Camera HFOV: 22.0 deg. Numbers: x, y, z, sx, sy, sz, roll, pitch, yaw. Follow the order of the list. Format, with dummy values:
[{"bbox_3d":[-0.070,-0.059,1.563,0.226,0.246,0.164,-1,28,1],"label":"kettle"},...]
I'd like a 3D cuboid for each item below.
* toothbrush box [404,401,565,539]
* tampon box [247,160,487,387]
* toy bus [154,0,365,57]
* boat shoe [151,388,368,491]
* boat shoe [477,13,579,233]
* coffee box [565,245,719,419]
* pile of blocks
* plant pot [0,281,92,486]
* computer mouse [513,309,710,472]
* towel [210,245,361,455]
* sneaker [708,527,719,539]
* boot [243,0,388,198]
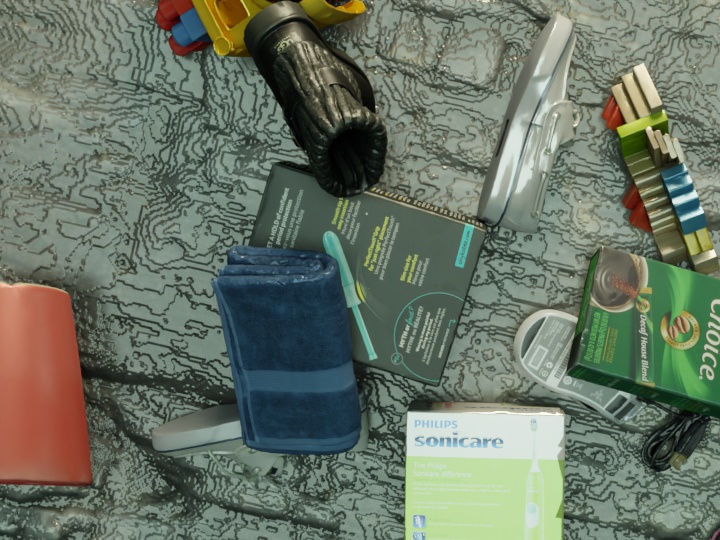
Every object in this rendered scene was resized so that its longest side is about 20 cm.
[{"bbox_3d":[0.113,0.224,1.699,0.145,0.086,0.201,0,93,4],"label":"toothbrush box"},{"bbox_3d":[0.000,0.000,1.677,0.199,0.126,0.150,18,94,3],"label":"tampon box"},{"bbox_3d":[-0.117,-0.286,1.685,0.192,0.136,0.200,-26,88,20],"label":"toy bus"},{"bbox_3d":[-0.089,0.167,1.722,0.201,0.075,0.086,-10,100,-4],"label":"boat shoe"},{"bbox_3d":[0.167,-0.132,1.698,0.065,0.074,0.201,18,100,-7],"label":"boat shoe"},{"bbox_3d":[0.295,0.061,1.674,0.199,0.044,0.123,17,70,-4],"label":"coffee box"},{"bbox_3d":[0.264,-0.082,1.682,0.062,0.082,0.200,-22,91,3],"label":"pile of blocks"},{"bbox_3d":[-0.338,0.105,1.678,0.200,0.200,0.178,0,82,3],"label":"plant pot"},{"bbox_3d":[0.233,0.099,1.711,0.200,0.044,0.110,31,95,-2],"label":"computer mouse"},{"bbox_3d":[-0.061,0.075,1.602,0.111,0.049,0.200,2,124,13],"label":"towel"},{"bbox_3d":[0.330,0.324,1.686,0.079,0.095,0.201,20,92,4],"label":"sneaker"},{"bbox_3d":[-0.018,-0.127,1.614,0.079,0.211,0.158,-38,61,8],"label":"boot"}]
